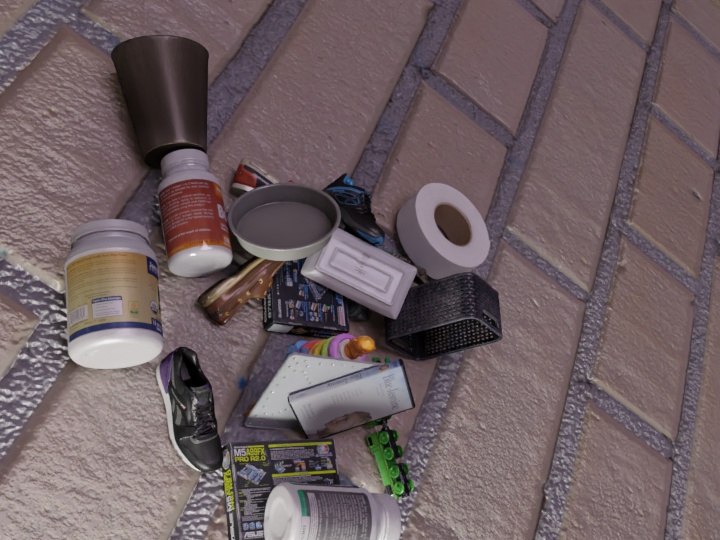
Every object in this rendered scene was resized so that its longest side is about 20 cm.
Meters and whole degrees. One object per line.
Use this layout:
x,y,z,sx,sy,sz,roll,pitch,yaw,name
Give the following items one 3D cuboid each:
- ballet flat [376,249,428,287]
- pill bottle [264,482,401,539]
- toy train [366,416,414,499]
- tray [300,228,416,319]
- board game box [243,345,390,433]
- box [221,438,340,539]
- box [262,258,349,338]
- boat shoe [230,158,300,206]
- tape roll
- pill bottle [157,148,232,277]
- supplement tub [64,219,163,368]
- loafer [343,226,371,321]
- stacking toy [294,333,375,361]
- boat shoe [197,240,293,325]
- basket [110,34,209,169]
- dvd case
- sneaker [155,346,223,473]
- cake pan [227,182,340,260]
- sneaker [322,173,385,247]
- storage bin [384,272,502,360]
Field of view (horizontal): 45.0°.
0.081,0.014,1.683,0.199,0.067,0.076,22,39,-56,ballet flat
-0.042,0.395,1.364,0.198,0.113,0.115,11,61,-29,pill bottle
0.042,0.312,1.556,0.041,0.056,0.202,3,65,-49,toy train
0.000,0.000,1.592,0.198,0.022,0.108,26,80,-7,tray
-0.070,0.201,1.447,0.198,0.201,0.026,10,43,-30,board game box
-0.125,0.362,1.426,0.198,0.044,0.162,4,65,-33,box
-0.104,0.019,1.608,0.157,0.046,0.203,9,63,-30,box
-0.146,-0.146,1.642,0.198,0.071,0.063,22,74,-17,boat shoe
0.174,-0.079,1.817,0.201,0.071,0.205,22,50,-28,tape roll
-0.289,-0.101,1.499,0.111,0.112,0.203,0,68,-34,pill bottle
-0.383,0.037,1.346,0.143,0.144,0.203,4,66,-32,supplement tub
-0.005,0.001,1.682,0.063,0.071,0.203,30,56,-48,loafer
-0.035,0.150,1.489,0.115,0.200,0.111,25,55,-20,stacking toy
-0.187,0.019,1.519,0.199,0.072,0.068,-37,101,-18,boat shoe
-0.342,-0.294,1.552,0.178,0.136,0.203,-3,73,-31,basket
-0.011,0.221,1.455,0.197,0.143,0.018,-19,50,-1,dvd case
-0.264,0.219,1.373,0.075,0.087,0.202,-17,78,-38,sneaker
-0.133,-0.084,1.525,0.197,0.037,0.202,1,39,-1,cake pan
-0.008,-0.119,1.655,0.200,0.082,0.073,44,-3,40,sneaker
0.154,0.089,1.634,0.135,0.198,0.095,33,48,-48,storage bin
